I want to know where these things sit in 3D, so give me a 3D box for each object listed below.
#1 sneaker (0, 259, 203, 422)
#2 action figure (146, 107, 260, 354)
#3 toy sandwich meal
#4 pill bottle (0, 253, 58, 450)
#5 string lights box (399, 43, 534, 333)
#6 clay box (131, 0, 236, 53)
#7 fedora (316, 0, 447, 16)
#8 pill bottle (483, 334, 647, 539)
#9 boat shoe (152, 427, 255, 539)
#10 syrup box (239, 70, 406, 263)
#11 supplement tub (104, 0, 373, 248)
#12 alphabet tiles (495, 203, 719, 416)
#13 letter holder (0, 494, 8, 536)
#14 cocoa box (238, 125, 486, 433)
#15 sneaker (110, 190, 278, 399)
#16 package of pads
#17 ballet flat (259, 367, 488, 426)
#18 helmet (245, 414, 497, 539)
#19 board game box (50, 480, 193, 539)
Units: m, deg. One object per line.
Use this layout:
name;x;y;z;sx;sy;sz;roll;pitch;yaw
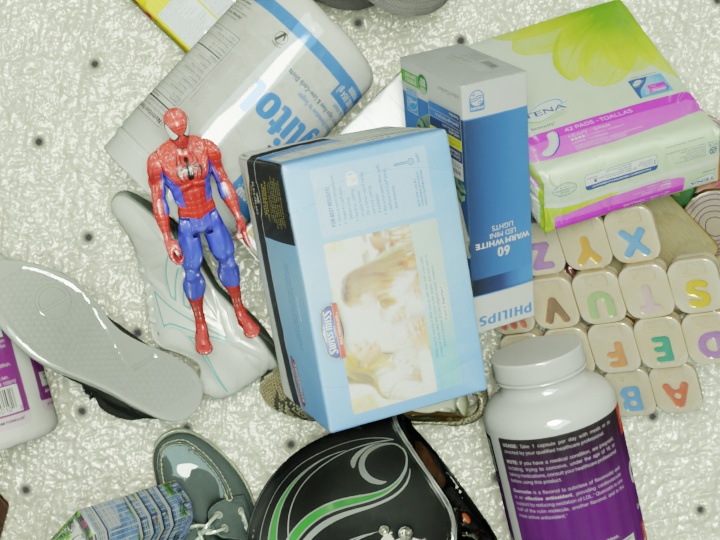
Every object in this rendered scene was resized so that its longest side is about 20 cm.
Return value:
sneaker;-0.230;0.067;1.005;0.199;0.099;0.071;35;67;-14
action figure;-0.121;-0.031;0.933;0.065;0.052;0.201;-17;119;-10
toy sandwich meal;0.255;-0.048;1.049;0.203;0.070;0.207;0;90;-2
pill bottle;-0.328;0.051;1.004;0.111;0.112;0.202;-16;90;-2
string lights box;0.085;-0.065;0.957;0.059;0.103;0.202;-15;116;-20
clay box;-0.173;-0.289;1.044;0.200;0.048;0.115;44;88;0
fedora;-0.005;-0.276;1.003;0.200;0.090;0.178;-40;100;-45
pill bottle;0.167;0.160;1.009;0.111;0.112;0.202;-14;101;-2
boat shoe;-0.117;0.226;1.036;0.072;0.062;0.201;-26;91;-3
syrup box;-0.008;-0.070;1.034;0.081;0.079;0.200;44;88;-2
supplement tub;-0.098;-0.130;1.006;0.132;0.132;0.200;42;88;-2
alphabet tiles;0.205;0.041;1.012;0.198;0.015;0.197;-8;116;27
letter holder;-0.352;0.220;0.939;0.100;0.200;0.143;8;67;-2
cocoa box;0.000;0.000;0.924;0.132;0.131;0.202;-14;101;-17
sneaker;-0.156;0.022;1.033;0.080;0.070;0.201;-37;90;4
package of pads;0.179;-0.129;0.996;0.153;0.201;0.069;-17;134;-3
ballet flat;0.013;0.101;1.036;0.198;0.075;0.068;5;90;-2
helmet;0.000;0.231;0.977;0.190;0.200;0.201;-38;91;4
board game box;-0.233;0.262;0.937;0.062;0.200;0.200;46;104;13
